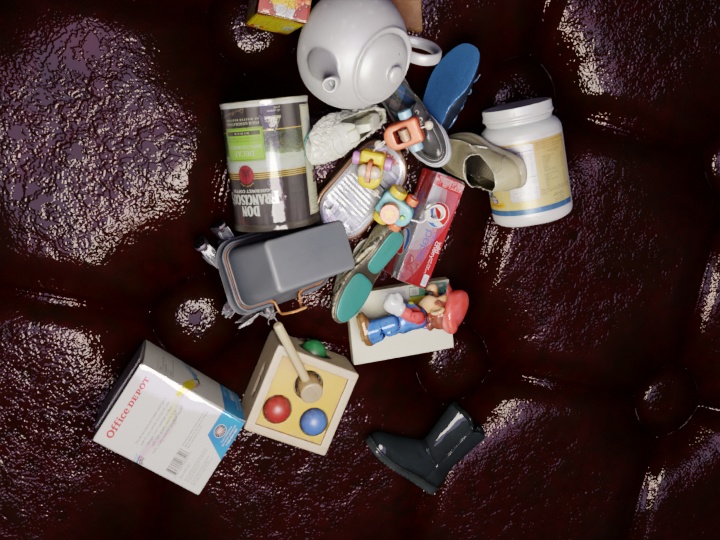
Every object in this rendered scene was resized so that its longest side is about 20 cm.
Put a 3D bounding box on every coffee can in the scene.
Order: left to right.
[{"bbox_3d":[-0.146,-0.175,1.258,0.144,0.146,0.203,-8,103,-12],"label":"coffee can"}]

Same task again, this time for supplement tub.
[{"bbox_3d":[0.290,-0.191,1.364,0.142,0.145,0.203,-15,104,-10],"label":"supplement tub"}]

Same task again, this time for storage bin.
[{"bbox_3d":[-0.110,-0.006,1.259,0.198,0.134,0.148,-18,94,-35],"label":"storage bin"}]

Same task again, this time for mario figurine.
[{"bbox_3d":[0.091,0.065,1.358,0.197,0.124,0.108,-15,108,4],"label":"mario figurine"}]

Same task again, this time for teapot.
[{"bbox_3d":[0.011,-0.329,1.189,0.201,0.145,0.197,-53,149,-2],"label":"teapot"}]

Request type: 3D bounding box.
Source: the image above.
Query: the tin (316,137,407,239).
[{"bbox_3d":[-0.001,-0.141,1.359,0.112,0.042,0.200,42,89,-22],"label":"tin"}]

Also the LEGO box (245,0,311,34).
[{"bbox_3d":[-0.120,-0.451,1.180,0.076,0.200,0.151,7,99,-15],"label":"LEGO box"}]

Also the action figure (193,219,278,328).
[{"bbox_3d":[-0.202,0.016,1.323,0.130,0.069,0.201,-44,114,-20],"label":"action figure"}]

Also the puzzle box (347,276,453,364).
[{"bbox_3d":[0.073,0.092,1.430,0.197,0.025,0.135,-8,102,-12],"label":"puzzle box"}]

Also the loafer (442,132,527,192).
[{"bbox_3d":[0.192,-0.183,1.314,0.068,0.199,0.077,-21,120,-31],"label":"loafer"}]

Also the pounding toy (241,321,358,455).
[{"bbox_3d":[-0.110,0.193,1.343,0.182,0.142,0.203,22,96,-17],"label":"pounding toy"}]

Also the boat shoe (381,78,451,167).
[{"bbox_3d":[0.082,-0.262,1.299,0.069,0.066,0.202,-31,83,19],"label":"boat shoe"}]

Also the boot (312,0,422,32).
[{"bbox_3d":[0.008,-0.412,1.306,0.197,0.068,0.192,-4,95,-21],"label":"boot"}]

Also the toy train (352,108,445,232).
[{"bbox_3d":[0.064,-0.155,1.282,0.148,0.056,0.203,-12,111,18],"label":"toy train"}]

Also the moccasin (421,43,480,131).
[{"bbox_3d":[0.143,-0.298,1.347,0.080,0.068,0.201,36,104,14],"label":"moccasin"}]

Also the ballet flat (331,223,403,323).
[{"bbox_3d":[0.000,0.000,1.367,0.068,0.075,0.201,42,78,-41],"label":"ballet flat"}]

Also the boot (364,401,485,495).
[{"bbox_3d":[0.125,0.311,1.458,0.199,0.076,0.169,38,94,-25],"label":"boot"}]

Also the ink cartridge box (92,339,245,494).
[{"bbox_3d":[-0.319,0.241,1.299,0.199,0.145,0.148,34,91,-18],"label":"ink cartridge box"}]

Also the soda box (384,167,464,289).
[{"bbox_3d":[0.114,-0.076,1.381,0.063,0.070,0.203,19,97,-21],"label":"soda box"}]

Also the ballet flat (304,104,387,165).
[{"bbox_3d":[-0.018,-0.231,1.265,0.200,0.071,0.073,-44,115,-48],"label":"ballet flat"}]
